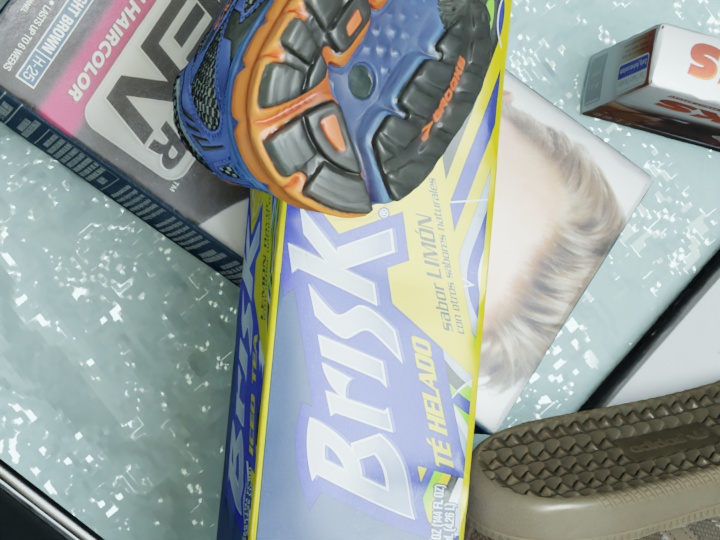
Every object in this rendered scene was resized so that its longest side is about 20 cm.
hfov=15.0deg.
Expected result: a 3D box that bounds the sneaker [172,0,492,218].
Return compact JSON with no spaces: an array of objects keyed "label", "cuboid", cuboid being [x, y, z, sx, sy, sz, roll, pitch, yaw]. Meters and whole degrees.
[{"label":"sneaker","cuboid":[0.013,-0.098,0.733,0.200,0.078,0.075,-51,119,-27]}]

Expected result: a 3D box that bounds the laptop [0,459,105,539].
[{"label":"laptop","cuboid":[-0.147,0.089,0.750,0.187,0.200,0.116,39,76,-8]}]

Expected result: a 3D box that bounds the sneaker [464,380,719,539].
[{"label":"sneaker","cuboid":[0.118,0.082,0.875,0.199,0.071,0.076,-3,120,-21]}]

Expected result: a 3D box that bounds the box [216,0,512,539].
[{"label":"box","cuboid":[0.000,0.000,0.797,0.064,0.070,0.202,5,86,-11]}]

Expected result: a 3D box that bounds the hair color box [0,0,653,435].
[{"label":"hair color box","cuboid":[-0.018,-0.044,0.863,0.199,0.060,0.100,35,81,-10]}]

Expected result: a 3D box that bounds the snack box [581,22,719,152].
[{"label":"snack box","cuboid":[0.177,-0.041,0.901,0.199,0.072,0.024,14,82,-12]}]

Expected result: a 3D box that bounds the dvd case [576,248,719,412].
[{"label":"dvd case","cuboid":[0.169,0.087,0.920,0.200,0.018,0.143,44,78,-8]}]
